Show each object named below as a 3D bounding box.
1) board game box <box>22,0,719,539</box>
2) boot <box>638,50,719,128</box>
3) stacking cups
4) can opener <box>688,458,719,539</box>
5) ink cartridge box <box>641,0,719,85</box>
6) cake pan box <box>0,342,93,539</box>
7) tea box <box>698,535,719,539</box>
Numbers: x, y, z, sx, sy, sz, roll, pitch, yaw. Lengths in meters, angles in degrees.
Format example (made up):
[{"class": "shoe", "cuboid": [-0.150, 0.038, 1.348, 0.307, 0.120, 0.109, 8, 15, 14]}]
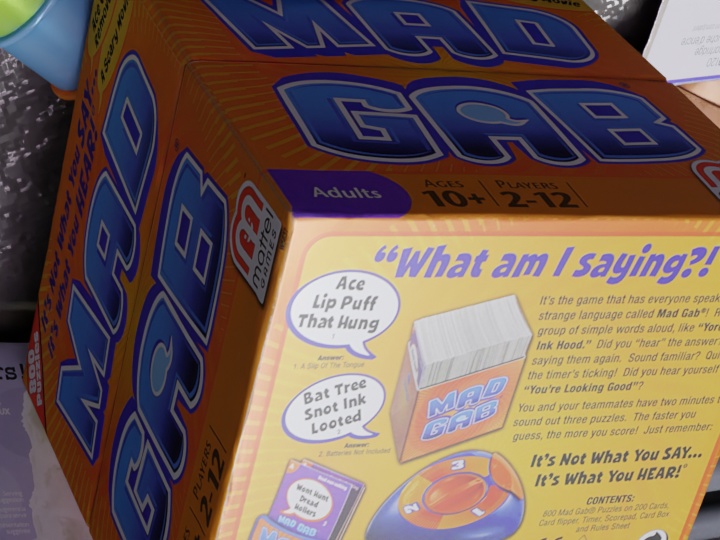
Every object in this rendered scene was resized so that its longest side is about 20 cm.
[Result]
[{"class": "board game box", "cuboid": [0.007, 0.014, 0.768, 0.199, 0.200, 0.201, 0, 123, -27]}, {"class": "boot", "cuboid": [0.171, -0.024, 0.970, 0.199, 0.077, 0.156, 30, 97, -28]}, {"class": "stacking cups", "cuboid": [-0.114, -0.099, 0.789, 0.200, 0.061, 0.061, 36, 98, -36]}, {"class": "can opener", "cuboid": [0.132, 0.102, 0.981, 0.199, 0.067, 0.053, -6, 117, -13]}, {"class": "ink cartridge box", "cuboid": [0.202, -0.177, 0.867, 0.197, 0.043, 0.201, -9, 131, -42]}, {"class": "cake pan box", "cuboid": [-0.138, 0.109, 0.814, 0.199, 0.185, 0.052, 3, 132, -25]}, {"class": "tea box", "cuboid": [0.134, 0.216, 1.037, 0.199, 0.134, 0.198, -13, 121, -19]}]
